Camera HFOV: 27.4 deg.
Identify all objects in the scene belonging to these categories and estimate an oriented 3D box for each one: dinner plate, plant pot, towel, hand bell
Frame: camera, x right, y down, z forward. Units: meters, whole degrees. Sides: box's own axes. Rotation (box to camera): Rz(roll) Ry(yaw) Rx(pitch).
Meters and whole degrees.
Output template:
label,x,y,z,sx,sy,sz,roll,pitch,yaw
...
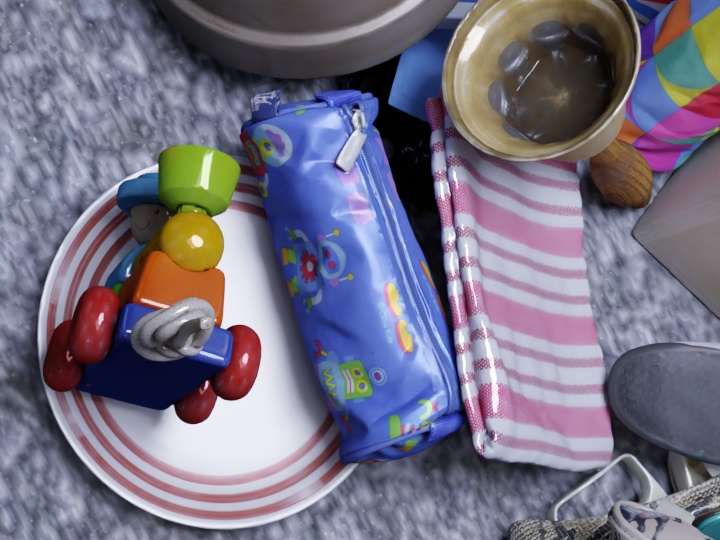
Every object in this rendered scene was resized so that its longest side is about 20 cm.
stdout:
label,x,y,z,sx,sy,sz,roll,pitch,yaw
dinner plate,-0.075,0.037,0.797,0.199,0.024,0.202,3,80,-20
plant pot,-0.035,-0.222,0.742,0.198,0.174,0.201,-2,73,5
towel,0.092,0.008,0.807,0.146,0.030,0.201,14,65,-55
hand bell,0.128,-0.072,0.816,0.103,0.200,0.105,-9,69,23

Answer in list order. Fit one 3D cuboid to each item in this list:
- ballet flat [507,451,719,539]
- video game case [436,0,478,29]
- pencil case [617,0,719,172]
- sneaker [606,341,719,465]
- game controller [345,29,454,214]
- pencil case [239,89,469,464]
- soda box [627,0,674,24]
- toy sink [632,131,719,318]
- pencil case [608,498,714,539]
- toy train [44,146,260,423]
label,x,y,z,sx,sy,sz,roll,pitch,yaw
ballet flat,0.174,0.137,0.852,0.199,0.068,0.076,-14,63,-20
video game case,0.070,-0.230,0.836,0.142,0.018,0.201,6,74,16
pencil case,0.216,-0.127,0.834,0.088,0.200,0.089,10,68,-26
sneaker,0.241,0.075,0.871,0.200,0.108,0.068,3,93,3
game controller,0.052,-0.133,0.862,0.104,0.042,0.201,20,75,-15
pencil case,0.000,0.000,0.773,0.078,0.087,0.201,-17,88,-32
soda box,0.222,-0.175,0.915,0.199,0.068,0.064,30,73,-12
toy sink,0.274,-0.049,0.842,0.112,0.200,0.131,42,69,-8
pencil case,0.134,0.221,0.772,0.077,0.089,0.201,24,104,23
toy train,-0.081,-0.006,0.678,0.084,0.200,0.117,15,70,-17
